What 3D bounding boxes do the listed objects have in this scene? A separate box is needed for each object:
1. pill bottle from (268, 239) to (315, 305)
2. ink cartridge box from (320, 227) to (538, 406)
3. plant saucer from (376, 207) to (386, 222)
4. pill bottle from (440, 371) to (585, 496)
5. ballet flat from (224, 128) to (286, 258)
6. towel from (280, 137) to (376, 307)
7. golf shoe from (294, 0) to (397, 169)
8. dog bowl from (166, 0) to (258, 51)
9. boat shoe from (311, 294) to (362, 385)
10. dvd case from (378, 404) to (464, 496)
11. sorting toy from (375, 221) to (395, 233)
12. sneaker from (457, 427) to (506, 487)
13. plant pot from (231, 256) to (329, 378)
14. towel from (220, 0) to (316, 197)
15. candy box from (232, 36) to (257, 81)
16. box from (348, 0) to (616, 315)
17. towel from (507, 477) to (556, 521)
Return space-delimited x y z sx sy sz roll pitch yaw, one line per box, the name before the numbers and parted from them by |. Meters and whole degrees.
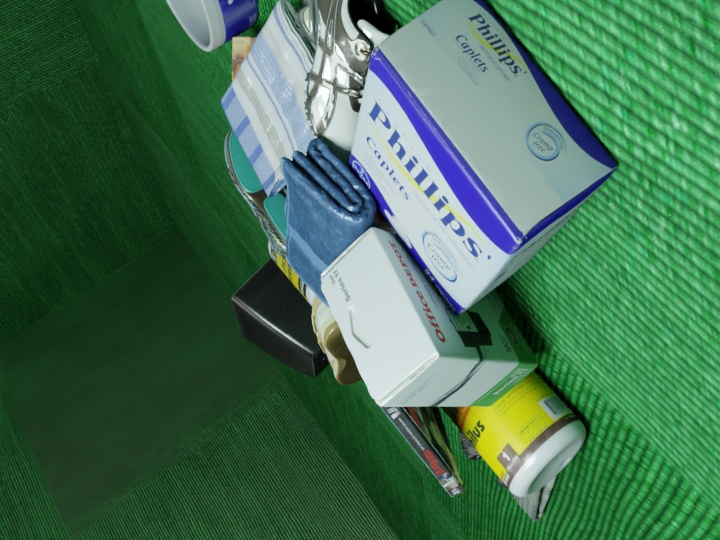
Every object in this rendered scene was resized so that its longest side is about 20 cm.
pill bottle | -0.061 -0.004 1.252 0.200 0.110 0.113 45 161 37
ink cartridge box | 0.071 0.052 0.753 0.198 0.083 0.149 11 -136 -51
plant saucer | 0.007 -0.070 1.057 0.202 0.032 0.202 53 163 22
pill bottle | 0.153 0.146 0.867 0.201 0.108 0.110 49 163 31
ballet flat | -0.134 -0.102 1.060 0.203 0.073 0.074 62 166 9
towel | -0.037 -0.035 0.790 0.112 0.048 0.202 46 155 19
golf shoe | -0.006 -0.190 0.723 0.093 0.077 0.205 6 115 41
dog bowl | -0.222 -0.410 1.031 0.201 0.078 0.201 52 164 21
boat shoe | -0.017 0.083 0.955 0.067 0.073 0.201 61 172 27
dvd case | 0.052 0.134 0.816 0.201 0.022 0.148 54 -166 -42
sorting toy | 0.000 0.000 0.965 0.177 0.107 0.202 9 138 47
sneaker | 0.149 0.187 0.965 0.075 0.092 0.200 22 -160 -49
plant pot | -0.102 0.077 1.421 0.177 0.200 0.201 39 160 16
towel | -0.095 -0.188 0.866 0.199 0.023 0.149 -37 79 52
candy box | -0.114 -0.240 0.983 0.199 0.054 0.119 30 122 59
box | 0.085 -0.088 0.637 0.186 0.104 0.201 54 164 12
towel | 0.200 0.239 1.068 0.194 0.034 0.202 52 166 33
